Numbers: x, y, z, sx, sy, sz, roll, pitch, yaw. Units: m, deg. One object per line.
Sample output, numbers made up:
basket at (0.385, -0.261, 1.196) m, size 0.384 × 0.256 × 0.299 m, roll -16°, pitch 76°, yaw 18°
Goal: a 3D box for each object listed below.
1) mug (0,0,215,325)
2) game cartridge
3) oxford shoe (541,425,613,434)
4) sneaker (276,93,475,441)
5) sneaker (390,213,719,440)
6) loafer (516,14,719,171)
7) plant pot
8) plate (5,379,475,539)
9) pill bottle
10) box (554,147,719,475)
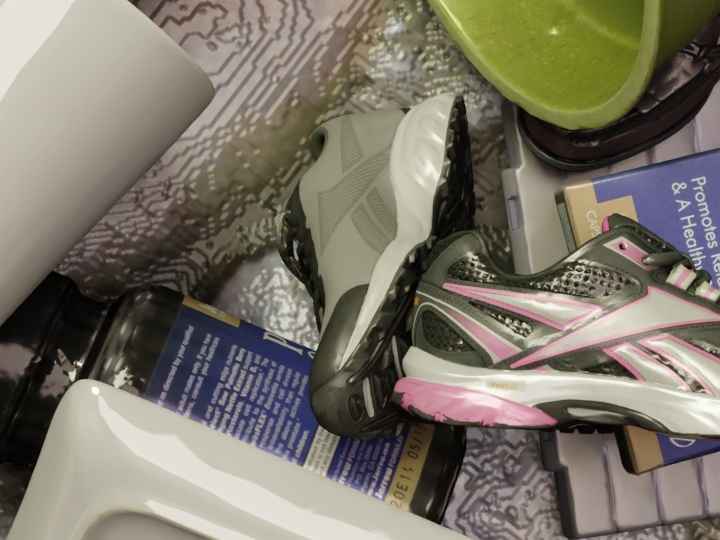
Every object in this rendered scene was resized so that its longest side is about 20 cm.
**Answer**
mug at (-0.158, -0.049, 0.991) m, size 0.149 × 0.187 × 0.153 m, roll 33°, pitch 84°, yaw 13°
game cartridge at (0.136, 0.014, 1.112) m, size 0.130 × 0.038 × 0.200 m, roll -8°, pitch 86°, yaw -3°
oxford shoe at (0.126, 0.020, 1.069) m, size 0.200 × 0.073 × 0.084 m, roll -10°, pitch 66°, yaw -7°
sneaker at (0.000, 0.000, 1.039) m, size 0.079 × 0.200 × 0.074 m, roll -2°, pitch 126°, yaw 12°
sneaker at (0.114, 0.021, 0.952) m, size 0.200 × 0.080 × 0.086 m, roll 3°, pitch 87°, yaw 1°
loafer at (0.149, -0.120, 1.089) m, size 0.200 × 0.063 × 0.072 m, roll -35°, pitch 68°, yaw -21°
plant pot at (0.133, -0.185, 1.011) m, size 0.190 × 0.200 × 0.200 m, roll -25°, pitch 89°, yaw -21°
plate at (-0.056, 0.152, 1.010) m, size 0.200 × 0.200 × 0.032 m, roll 24°, pitch 42°, yaw -4°
pill bottle at (-0.066, 0.074, 1.043) m, size 0.200 × 0.112 × 0.112 m, roll 24°, pitch 83°, yaw -5°
box at (0.191, 0.000, 1.012) m, size 0.200 × 0.032 × 0.121 m, roll -14°, pitch 88°, yaw -5°
